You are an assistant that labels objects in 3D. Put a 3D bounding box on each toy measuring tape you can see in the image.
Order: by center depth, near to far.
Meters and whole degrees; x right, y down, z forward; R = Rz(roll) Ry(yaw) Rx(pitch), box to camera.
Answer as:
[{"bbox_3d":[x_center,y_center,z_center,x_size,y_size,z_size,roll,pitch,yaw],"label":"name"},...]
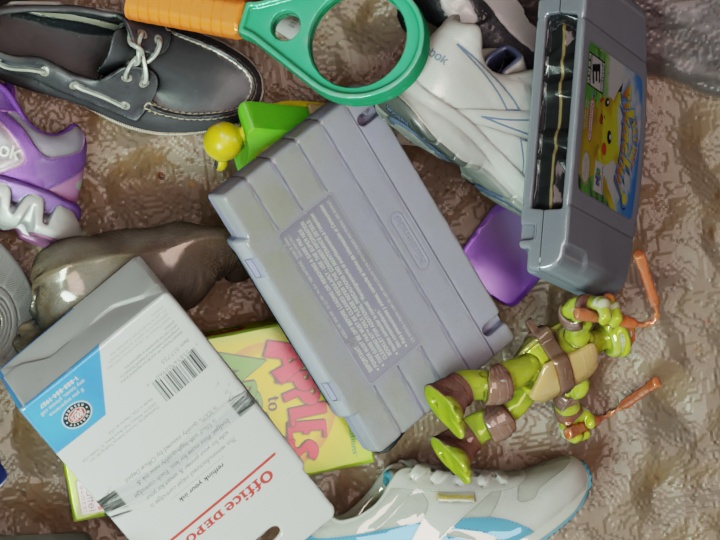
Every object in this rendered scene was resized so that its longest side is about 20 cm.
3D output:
[{"bbox_3d":[-0.013,-0.071,1.768,0.199,0.073,0.074,4,93,-27],"label":"toy measuring tape"}]

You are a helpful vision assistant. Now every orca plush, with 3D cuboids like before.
[{"bbox_3d":[0.060,-0.180,1.781,0.200,0.071,0.106,40,42,-19],"label":"orca plush"}]

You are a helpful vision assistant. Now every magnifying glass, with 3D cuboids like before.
[{"bbox_3d":[-0.053,-0.152,1.682,0.199,0.022,0.080,11,79,20],"label":"magnifying glass"}]

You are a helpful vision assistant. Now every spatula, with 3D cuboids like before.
[{"bbox_3d":[0.063,0.039,1.785,0.056,0.021,0.200,39,68,-9],"label":"spatula"}]

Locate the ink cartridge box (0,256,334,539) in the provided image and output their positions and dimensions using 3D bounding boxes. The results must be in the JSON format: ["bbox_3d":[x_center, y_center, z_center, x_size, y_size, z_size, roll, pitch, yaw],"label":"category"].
[{"bbox_3d":[-0.118,0.107,1.685,0.116,0.068,0.200,-38,119,-4],"label":"ink cartridge box"}]

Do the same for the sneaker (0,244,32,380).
[{"bbox_3d":[-0.294,0.001,1.721,0.200,0.111,0.073,49,48,-38],"label":"sneaker"}]

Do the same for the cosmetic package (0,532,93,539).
[{"bbox_3d":[-0.257,0.260,1.687,0.198,0.165,0.166,-2,95,-9],"label":"cosmetic package"}]

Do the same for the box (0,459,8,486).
[{"bbox_3d":[-0.286,0.121,1.657,0.121,0.200,0.032,-37,114,-6],"label":"box"}]

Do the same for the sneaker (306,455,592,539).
[{"bbox_3d":[0.057,0.158,1.778,0.199,0.076,0.081,-21,94,-9],"label":"sneaker"}]

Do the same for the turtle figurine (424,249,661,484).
[{"bbox_3d":[0.118,0.060,1.734,0.161,0.200,0.065,-28,65,-17],"label":"turtle figurine"}]

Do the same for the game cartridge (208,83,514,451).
[{"bbox_3d":[0.000,0.000,1.720,0.129,0.038,0.201,-37,109,-17],"label":"game cartridge"}]

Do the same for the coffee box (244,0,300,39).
[{"bbox_3d":[-0.093,-0.251,1.704,0.199,0.080,0.115,30,128,-9],"label":"coffee box"}]

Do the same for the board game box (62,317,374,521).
[{"bbox_3d":[-0.099,0.092,1.763,0.199,0.048,0.102,-11,94,-8],"label":"board game box"}]

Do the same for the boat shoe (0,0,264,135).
[{"bbox_3d":[-0.156,-0.130,1.733,0.199,0.063,0.073,13,91,-10],"label":"boat shoe"}]

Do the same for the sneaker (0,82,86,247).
[{"bbox_3d":[-0.259,-0.086,1.717,0.199,0.080,0.089,21,84,-15],"label":"sneaker"}]

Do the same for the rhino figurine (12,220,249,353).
[{"bbox_3d":[-0.124,0.001,1.726,0.199,0.088,0.060,-12,66,-22],"label":"rhino figurine"}]

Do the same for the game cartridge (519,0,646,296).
[{"bbox_3d":[0.146,-0.088,1.734,0.040,0.133,0.202,2,82,22],"label":"game cartridge"}]

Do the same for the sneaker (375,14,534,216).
[{"bbox_3d":[0.095,-0.090,1.731,0.087,0.074,0.200,-58,140,-2],"label":"sneaker"}]
